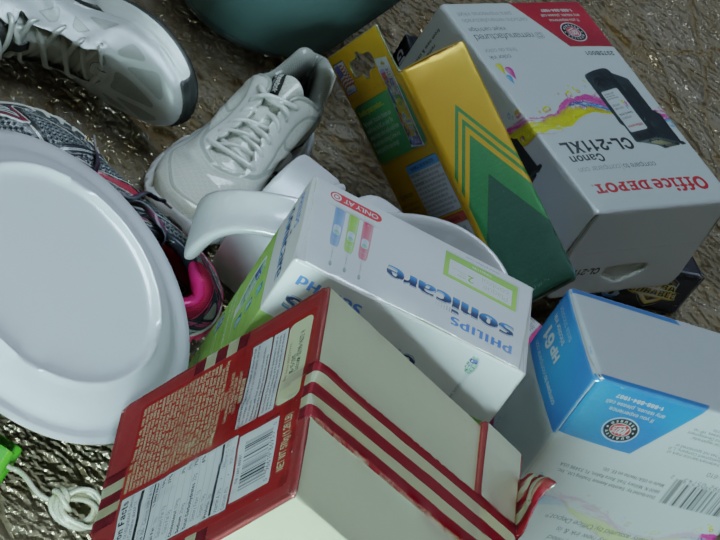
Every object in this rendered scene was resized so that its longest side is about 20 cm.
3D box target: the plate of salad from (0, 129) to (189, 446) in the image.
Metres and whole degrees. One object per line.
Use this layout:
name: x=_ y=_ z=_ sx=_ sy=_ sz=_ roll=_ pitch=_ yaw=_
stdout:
plate of salad: x=-0.181 y=0.012 z=1.589 sx=0.200 sy=0.048 sz=0.200 roll=26 pitch=44 yaw=-29

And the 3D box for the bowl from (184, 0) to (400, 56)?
bowl: x=-0.059 y=-0.226 z=2.014 sx=0.200 sy=0.105 sz=0.201 roll=23 pitch=35 yaw=-18

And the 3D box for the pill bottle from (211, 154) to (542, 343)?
pill bottle: x=0.013 y=0.026 z=1.765 sx=0.200 sy=0.113 sz=0.113 roll=39 pitch=34 yaw=6

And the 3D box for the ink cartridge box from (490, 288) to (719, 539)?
ink cartridge box: x=0.138 y=0.122 z=1.683 sx=0.144 sy=0.200 sz=0.085 roll=17 pitch=34 yaw=-26

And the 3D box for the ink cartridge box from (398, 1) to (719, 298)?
ink cartridge box: x=0.137 y=-0.086 z=1.950 sx=0.146 sy=0.083 sz=0.200 roll=-6 pitch=51 yaw=-43

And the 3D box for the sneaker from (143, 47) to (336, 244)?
sneaker: x=-0.076 y=-0.085 z=1.855 sx=0.075 sy=0.081 sz=0.200 roll=38 pitch=36 yaw=1

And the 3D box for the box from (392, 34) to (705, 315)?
box: x=0.129 y=-0.069 z=2.038 sx=0.200 sy=0.050 sz=0.199 roll=12 pitch=40 yaw=-29

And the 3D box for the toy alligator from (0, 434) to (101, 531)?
toy alligator: x=-0.226 y=0.084 z=1.551 sx=0.200 sy=0.059 sz=0.054 roll=33 pitch=-6 yaw=-4

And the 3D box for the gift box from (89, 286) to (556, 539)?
gift box: x=-0.012 y=0.146 z=1.496 sx=0.187 sy=0.200 sz=0.185 roll=44 pitch=38 yaw=-28

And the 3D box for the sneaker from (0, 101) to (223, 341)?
sneaker: x=-0.161 y=-0.036 z=1.700 sx=0.200 sy=0.081 sz=0.075 roll=35 pitch=-9 yaw=2

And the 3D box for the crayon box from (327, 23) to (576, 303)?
crayon box: x=0.058 y=-0.068 z=1.842 sx=0.052 sy=0.126 sz=0.200 roll=-27 pitch=92 yaw=-16

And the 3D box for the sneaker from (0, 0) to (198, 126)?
sneaker: x=-0.207 y=-0.140 z=1.831 sx=0.200 sy=0.076 sz=0.115 roll=36 pitch=42 yaw=15

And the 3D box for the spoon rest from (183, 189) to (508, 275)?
spoon rest: x=0.000 y=0.000 z=1.667 sx=0.200 sy=0.061 sz=0.100 roll=19 pitch=63 yaw=-12

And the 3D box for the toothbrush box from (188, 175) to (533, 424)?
toothbrush box: x=-0.015 y=0.069 z=1.614 sx=0.145 sy=0.200 sz=0.086 roll=26 pitch=36 yaw=-11
